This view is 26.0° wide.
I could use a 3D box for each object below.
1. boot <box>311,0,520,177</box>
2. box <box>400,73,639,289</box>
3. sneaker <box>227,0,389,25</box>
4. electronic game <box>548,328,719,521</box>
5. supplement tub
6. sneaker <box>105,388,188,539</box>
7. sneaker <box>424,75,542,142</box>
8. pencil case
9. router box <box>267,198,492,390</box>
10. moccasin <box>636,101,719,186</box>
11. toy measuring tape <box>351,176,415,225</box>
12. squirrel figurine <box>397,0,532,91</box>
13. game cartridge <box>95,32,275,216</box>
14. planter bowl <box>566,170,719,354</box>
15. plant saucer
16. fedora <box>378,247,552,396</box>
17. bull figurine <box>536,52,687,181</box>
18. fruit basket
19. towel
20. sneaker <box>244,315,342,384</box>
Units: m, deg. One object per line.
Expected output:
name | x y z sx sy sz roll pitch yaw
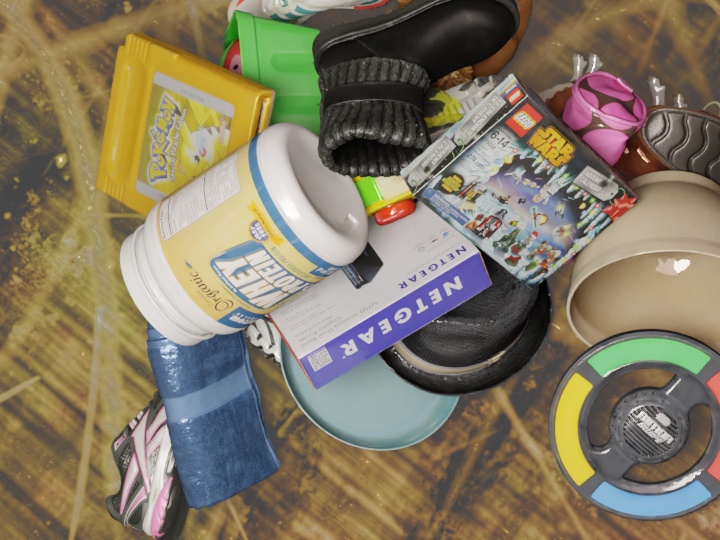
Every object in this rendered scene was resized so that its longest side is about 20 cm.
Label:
boot | 0.057 -0.171 1.441 0.211 0.079 0.158 -17 46 8
box | 0.150 -0.077 1.437 0.137 0.200 0.040 -42 43 15
sneaker | -0.065 -0.299 1.633 0.199 0.093 0.070 -9 78 25
electronic game | 0.287 0.154 1.546 0.200 0.042 0.200 2 105 7
supplement tub | -0.108 -0.030 1.442 0.200 0.145 0.145 -32 79 23
sneaker | -0.214 0.171 1.600 0.086 0.080 0.200 9 76 17
sneaker | 0.097 -0.143 1.555 0.200 0.085 0.075 -1 63 -24
pencil case | 0.216 -0.104 1.543 0.091 0.200 0.094 43 47 20
router box | 0.000 0.000 1.518 0.200 0.049 0.180 -31 41 -6
moccasin | 0.368 -0.125 1.575 0.201 0.078 0.074 9 111 -17
toy measuring tape | 0.056 -0.094 1.485 0.200 0.074 0.074 -24 79 21
squirrel figurine | 0.087 -0.237 1.583 0.141 0.187 0.200 16 83 7
game cartridge | -0.181 -0.128 1.567 0.200 0.032 0.177 25 114 31
planter bowl | 0.306 -0.012 1.542 0.200 0.200 0.135 4 54 5
plant saucer | 0.010 0.087 1.584 0.200 0.027 0.200 7 69 -18
fedora | 0.106 0.028 1.561 0.200 0.092 0.201 3 73 -11
bull figurine | 0.241 -0.156 1.617 0.200 0.065 0.122 23 90 6
fruit basket | -0.139 -0.156 1.618 0.215 0.156 0.216 1 83 -11
towel | -0.148 0.131 1.555 0.048 0.112 0.200 1 108 43
sneaker | -0.086 0.044 1.613 0.200 0.066 0.091 34 87 11
